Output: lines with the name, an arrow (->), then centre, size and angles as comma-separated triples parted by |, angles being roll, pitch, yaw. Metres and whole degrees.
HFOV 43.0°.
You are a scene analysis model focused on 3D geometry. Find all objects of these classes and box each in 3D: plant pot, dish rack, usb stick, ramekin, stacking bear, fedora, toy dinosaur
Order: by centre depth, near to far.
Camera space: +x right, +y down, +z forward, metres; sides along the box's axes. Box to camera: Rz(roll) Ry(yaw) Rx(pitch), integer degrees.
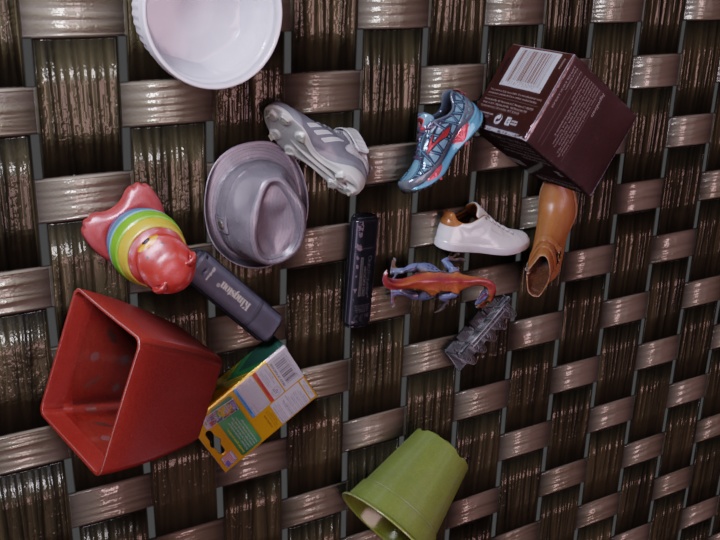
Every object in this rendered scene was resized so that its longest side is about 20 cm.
ramekin -> -0.216, -0.355, 1.244 | 0.199, 0.105, 0.202 | -12, 114, -28
stacking bear -> -0.290, -0.028, 1.263 | 0.121, 0.200, 0.114 | -38, 123, -14
plant pot -> -0.322, 0.162, 1.331 | 0.175, 0.199, 0.202 | 11, 102, -45
fedora -> -0.144, -0.090, 1.397 | 0.175, 0.090, 0.202 | -8, 112, -29
usb stick -> -0.201, 0.042, 1.438 | 0.056, 0.033, 0.200 | -49, 125, -5
usb stick -> 0.000, 0.000, 1.556 | 0.055, 0.033, 0.202 | -9, 112, -36
toy dinosaur -> 0.142, 0.035, 1.582 | 0.180, 0.200, 0.106 | 4, 103, 12
dish rack -> 0.220, 0.110, 1.647 | 0.054, 0.200, 0.154 | 40, 85, 0
plant pot -> 0.100, 0.403, 1.691 | 0.190, 0.199, 0.201 | -49, 126, -20

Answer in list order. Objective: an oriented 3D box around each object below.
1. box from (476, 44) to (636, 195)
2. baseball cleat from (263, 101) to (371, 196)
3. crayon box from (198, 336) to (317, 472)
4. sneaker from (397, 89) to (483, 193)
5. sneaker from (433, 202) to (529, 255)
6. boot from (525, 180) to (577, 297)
box -> 0.330, -0.261, 1.579 | 0.199, 0.166, 0.165 | 31, 90, -35
baseball cleat -> -0.064, -0.205, 1.428 | 0.200, 0.069, 0.107 | 44, 50, -23
crayon box -> -0.184, 0.220, 1.513 | 0.200, 0.051, 0.126 | -39, 123, -14
sneaker -> 0.115, -0.219, 1.529 | 0.096, 0.079, 0.201 | 44, 74, -26
sneaker -> 0.230, -0.077, 1.643 | 0.198, 0.073, 0.085 | 0, 110, -30
boot -> 0.347, -0.062, 1.676 | 0.155, 0.073, 0.202 | -48, 140, -55
